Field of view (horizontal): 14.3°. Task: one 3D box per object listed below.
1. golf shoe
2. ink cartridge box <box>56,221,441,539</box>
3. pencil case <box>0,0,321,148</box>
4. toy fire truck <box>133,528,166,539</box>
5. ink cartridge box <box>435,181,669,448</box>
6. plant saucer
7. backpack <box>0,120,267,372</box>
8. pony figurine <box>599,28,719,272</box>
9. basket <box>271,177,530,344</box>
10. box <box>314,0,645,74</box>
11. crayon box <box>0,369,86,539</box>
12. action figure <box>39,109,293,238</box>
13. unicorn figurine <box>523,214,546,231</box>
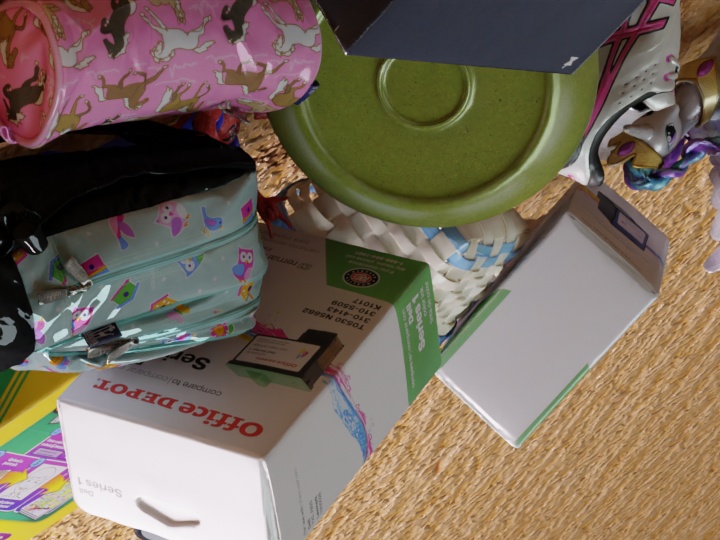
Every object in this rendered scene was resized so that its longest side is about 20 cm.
[{"bbox_3d":[0.169,-0.145,1.811,0.200,0.092,0.073,-53,-176,-7],"label":"golf shoe"},{"bbox_3d":[-0.063,0.067,1.682,0.200,0.144,0.084,-49,143,-43],"label":"ink cartridge box"},{"bbox_3d":[-0.115,-0.118,1.574,0.199,0.087,0.083,-10,180,-42],"label":"pencil case"},{"bbox_3d":[-0.057,0.109,2.049,0.199,0.129,0.176,4,149,-9],"label":"toy fire truck"},{"bbox_3d":[0.134,0.023,1.975,0.145,0.087,0.200,-49,179,14],"label":"ink cartridge box"},{"bbox_3d":[0.037,-0.112,1.653,0.200,0.200,0.031,-39,-165,19],"label":"plant saucer"},{"bbox_3d":[-0.150,-0.011,1.599,0.199,0.167,0.127,-14,115,-27],"label":"backpack"},{"bbox_3d":[0.238,-0.110,1.991,0.200,0.166,0.193,-47,159,-14],"label":"pony figurine"},{"bbox_3d":[0.000,0.000,1.888,0.200,0.139,0.176,-43,168,17],"label":"basket"},{"bbox_3d":[0.041,-0.204,1.451,0.104,0.183,0.199,-44,155,30],"label":"box"},{"bbox_3d":[-0.201,0.096,1.766,0.172,0.058,0.200,-34,160,15],"label":"crayon box"},{"bbox_3d":[-0.118,-0.048,1.705,0.199,0.099,0.065,-29,160,-13],"label":"action figure"},{"bbox_3d":[0.050,0.022,2.122,0.137,0.074,0.201,-4,132,-36],"label":"unicorn figurine"}]
